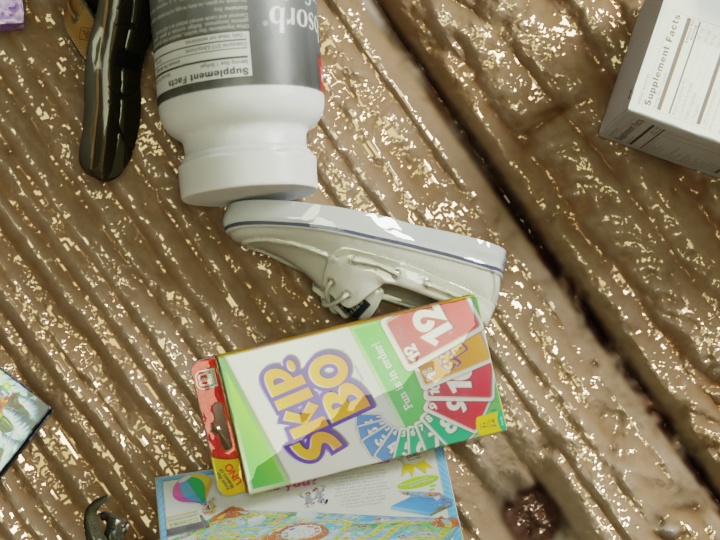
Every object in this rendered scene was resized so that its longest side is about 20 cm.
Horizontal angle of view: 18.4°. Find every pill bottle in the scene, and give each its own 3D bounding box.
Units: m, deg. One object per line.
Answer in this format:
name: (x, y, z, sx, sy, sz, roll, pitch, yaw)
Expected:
pill bottle: (-0.084, -0.149, 1.521, 0.116, 0.116, 0.201, -5, 84, -6)

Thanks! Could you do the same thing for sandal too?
sandal: (-0.179, -0.163, 1.544, 0.054, 0.082, 0.201, 7, 89, 18)

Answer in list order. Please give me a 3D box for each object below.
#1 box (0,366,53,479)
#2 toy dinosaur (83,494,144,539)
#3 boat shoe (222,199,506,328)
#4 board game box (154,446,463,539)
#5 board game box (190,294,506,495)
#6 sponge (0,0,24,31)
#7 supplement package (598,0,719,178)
box: (-0.322, 0.131, 1.501, 0.137, 0.040, 0.200, 37, 81, 1)
toy dinosaur: (-0.157, 0.226, 1.458, 0.077, 0.200, 0.102, 8, 44, -14)
boat shoe: (0.000, 0.000, 1.535, 0.199, 0.071, 0.070, 12, 79, -10)
board game box: (-0.033, 0.182, 1.477, 0.199, 0.034, 0.135, -8, 41, -2)
board game box: (-0.008, 0.085, 1.495, 0.199, 0.030, 0.096, -13, 91, -7)
sponge: (-0.292, -0.267, 1.560, 0.111, 0.030, 0.201, -1, 83, -6)
supplement package: (0.284, -0.119, 1.551, 0.200, 0.114, 0.110, 20, 83, -3)
